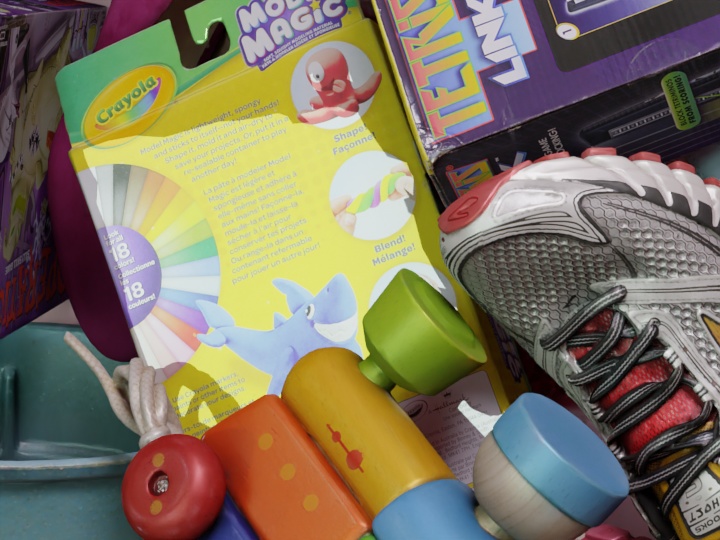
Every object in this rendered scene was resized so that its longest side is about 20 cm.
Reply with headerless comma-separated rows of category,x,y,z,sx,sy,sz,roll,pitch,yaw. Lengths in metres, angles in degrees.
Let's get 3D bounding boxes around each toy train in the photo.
toy train,-0.012,0.043,0.877,0.116,0.085,0.200,-47,54,11

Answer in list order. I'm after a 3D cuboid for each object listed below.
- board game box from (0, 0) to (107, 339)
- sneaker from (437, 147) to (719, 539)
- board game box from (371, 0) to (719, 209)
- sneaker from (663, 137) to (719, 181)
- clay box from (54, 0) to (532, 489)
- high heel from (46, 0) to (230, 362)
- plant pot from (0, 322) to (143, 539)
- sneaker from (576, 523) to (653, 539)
board game box,-0.129,-0.038,1.050,0.032,0.200,0.120,13,98,4
sneaker,0.105,0.036,0.879,0.078,0.200,0.082,-35,29,40
board game box,0.076,-0.130,0.913,0.165,0.057,0.200,-21,60,8
sneaker,0.085,-0.038,0.966,0.131,0.079,0.200,-49,56,24
clay box,-0.018,0.007,0.954,0.115,0.048,0.201,-22,78,14
high heel,-0.070,-0.047,1.014,0.096,0.067,0.201,-120,32,-63
plant pot,-0.133,0.136,1.065,0.200,0.200,0.197,12,106,34
sneaker,0.105,0.157,0.880,0.200,0.081,0.075,41,153,23
